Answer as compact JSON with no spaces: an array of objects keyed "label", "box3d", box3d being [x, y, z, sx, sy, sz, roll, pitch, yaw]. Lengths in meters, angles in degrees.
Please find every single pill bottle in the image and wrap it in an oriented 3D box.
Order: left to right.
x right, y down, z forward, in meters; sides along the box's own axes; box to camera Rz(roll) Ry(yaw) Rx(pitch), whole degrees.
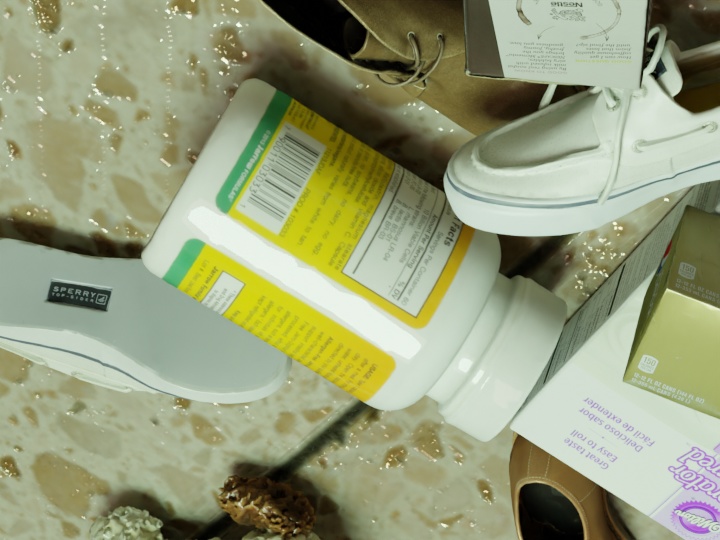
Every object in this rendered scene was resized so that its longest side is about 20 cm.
[{"label":"pill bottle","box3d":[0.000,0.000,1.082,0.199,0.113,0.113,31,132,-6]}]

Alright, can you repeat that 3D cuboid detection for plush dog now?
[{"label":"plush dog","box3d":[-0.067,0.220,1.272,0.159,0.201,0.172,6,151,-29]}]

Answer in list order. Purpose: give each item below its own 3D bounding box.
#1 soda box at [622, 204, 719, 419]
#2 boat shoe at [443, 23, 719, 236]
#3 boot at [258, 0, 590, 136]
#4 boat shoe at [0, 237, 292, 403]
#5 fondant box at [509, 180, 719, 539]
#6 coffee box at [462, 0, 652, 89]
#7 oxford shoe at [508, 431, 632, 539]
[{"label":"soda box","box3d":[0.227,0.046,0.986,0.199,0.068,0.064,21,131,3]},{"label":"boat shoe","box3d":[0.131,-0.078,0.962,0.200,0.075,0.086,-11,133,6]},{"label":"boot","box3d":[0.025,-0.104,1.013,0.199,0.076,0.074,35,127,-12]},{"label":"boat shoe","box3d":[-0.133,0.036,1.202,0.198,0.071,0.070,11,158,7]},{"label":"fondant box","box3d":[0.190,0.046,1.084,0.144,0.058,0.200,32,133,-7]},{"label":"coffee box","box3d":[0.083,-0.172,0.857,0.079,0.114,0.200,5,154,7]},{"label":"oxford shoe","box3d":[0.117,0.167,1.204,0.071,0.071,0.201,-5,127,22]}]
